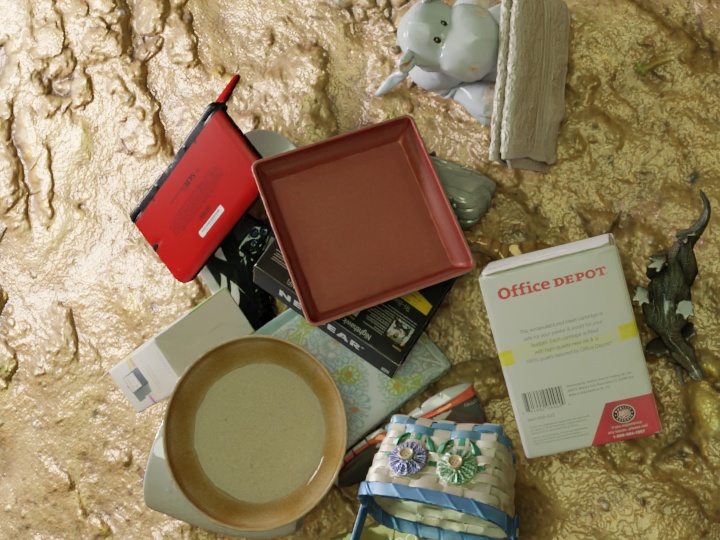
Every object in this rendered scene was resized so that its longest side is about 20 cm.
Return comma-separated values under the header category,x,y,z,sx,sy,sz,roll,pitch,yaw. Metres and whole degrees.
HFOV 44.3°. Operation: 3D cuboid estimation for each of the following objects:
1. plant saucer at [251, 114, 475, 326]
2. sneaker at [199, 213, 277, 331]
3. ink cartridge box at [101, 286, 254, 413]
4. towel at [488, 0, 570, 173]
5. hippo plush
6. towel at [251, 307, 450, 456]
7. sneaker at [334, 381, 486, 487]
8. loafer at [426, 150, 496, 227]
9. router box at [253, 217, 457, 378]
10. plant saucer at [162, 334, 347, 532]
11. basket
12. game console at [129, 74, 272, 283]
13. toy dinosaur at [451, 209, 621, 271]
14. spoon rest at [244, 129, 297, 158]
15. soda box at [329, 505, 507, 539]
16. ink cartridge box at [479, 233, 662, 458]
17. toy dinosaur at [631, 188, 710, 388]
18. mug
category,x,y,z,sx,sy,sz,roll,pitch,yaw
plant saucer,0.001,-0.055,0.984,0.197,0.037,0.202,-19,73,-11
sneaker,-0.131,0.005,1.101,0.112,0.073,0.201,-41,69,9
ink cartridge box,-0.224,0.103,1.063,0.068,0.117,0.199,55,143,-4
towel,0.191,-0.212,0.987,0.034,0.132,0.204,7,96,35
hippo plush,0.109,-0.277,1.026,0.197,0.161,0.162,21,87,20
towel,-0.020,0.104,1.025,0.199,0.048,0.172,-34,73,-21
sneaker,0.058,0.207,1.003,0.198,0.077,0.083,-33,79,12
loafer,0.069,-0.111,1.067,0.198,0.071,0.070,25,53,25
router box,0.000,0.000,1.016,0.199,0.052,0.158,34,67,6
plant saucer,-0.110,0.172,0.943,0.196,0.035,0.204,0,77,2
basket,0.072,0.252,0.876,0.173,0.139,0.203,1,63,21
game console,-0.186,-0.115,1.103,0.173,0.118,0.200,50,118,12
toy dinosaur,0.203,-0.009,0.990,0.196,0.061,0.108,0,109,-6
spoon rest,-0.086,-0.093,1.102,0.060,0.098,0.202,-37,75,43
soda box,0.071,0.297,0.982,0.197,0.068,0.065,-22,73,14
ink cartridge box,0.221,0.077,0.931,0.143,0.083,0.203,-14,98,16
toy dinosaur,0.330,0.014,0.940,0.076,0.102,0.204,2,74,19
mug,-0.132,0.208,1.033,0.172,0.148,0.203,17,69,8
